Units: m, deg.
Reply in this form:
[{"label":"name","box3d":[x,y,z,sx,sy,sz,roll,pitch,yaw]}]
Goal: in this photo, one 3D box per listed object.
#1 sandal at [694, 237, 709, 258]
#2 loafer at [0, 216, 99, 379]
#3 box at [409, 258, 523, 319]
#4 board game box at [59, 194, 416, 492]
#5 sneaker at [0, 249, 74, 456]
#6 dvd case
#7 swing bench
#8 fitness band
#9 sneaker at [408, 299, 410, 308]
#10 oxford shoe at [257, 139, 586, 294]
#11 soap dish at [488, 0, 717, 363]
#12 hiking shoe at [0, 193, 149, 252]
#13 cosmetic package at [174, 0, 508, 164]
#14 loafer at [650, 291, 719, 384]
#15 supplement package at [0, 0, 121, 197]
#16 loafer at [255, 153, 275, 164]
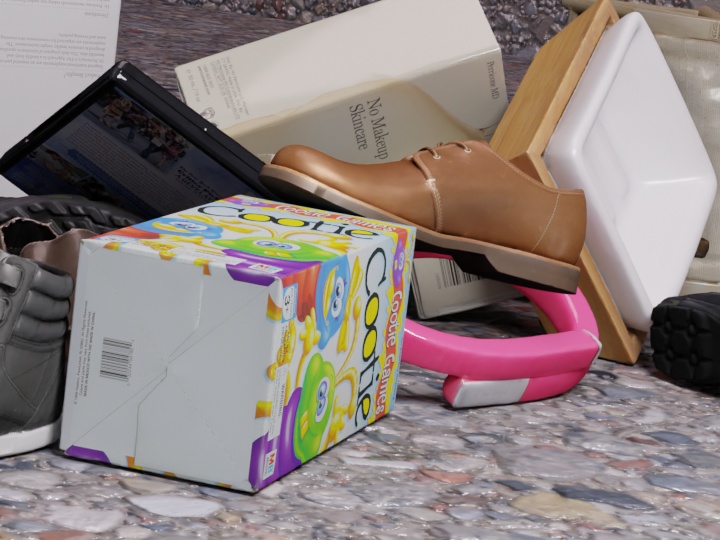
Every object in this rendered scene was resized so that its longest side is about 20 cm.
[{"label":"sandal","box3d":[0.140,-0.001,1.736,0.200,0.055,0.082,-6,1,16]},{"label":"loafer","box3d":[-0.162,0.013,1.379,0.073,0.071,0.200,0,12,-34]},{"label":"box","box3d":[0.056,-0.040,1.695,0.082,0.068,0.200,-13,21,-2]},{"label":"board game box","box3d":[-0.055,0.030,1.258,0.103,0.105,0.200,10,11,17]},{"label":"sneaker","box3d":[-0.194,0.039,1.136,0.071,0.099,0.200,13,13,23]},{"label":"dvd case","box3d":[-0.121,-0.048,1.479,0.143,0.018,0.200,37,-26,-14]},{"label":"swing bench","box3d":[0.225,-0.091,1.856,0.130,0.199,0.200,3,10,-16]},{"label":"fitness band","box3d":[0.054,0.015,1.439,0.200,0.037,0.144,-3,41,-46]},{"label":"sneaker","box3d":[0.000,0.000,1.561,0.082,0.073,0.200,9,11,-17]},{"label":"oxford shoe","box3d":[0.036,-0.043,1.393,0.200,0.071,0.071,15,-3,-28]},{"label":"soap dish","box3d":[0.148,-0.056,1.601,0.081,0.157,0.200,-14,27,29]},{"label":"hiking shoe","box3d":[-0.195,-0.018,1.523,0.200,0.076,0.101,7,13,7]},{"label":"cosmetic package","box3d":[-0.009,-0.106,1.642,0.200,0.104,0.073,-18,55,-2]},{"label":"loafer","box3d":[0.246,0.046,1.464,0.070,0.068,0.200,-9,13,-29]},{"label":"supplement package","box3d":[-0.278,-0.116,1.665,0.191,0.200,0.147,0,11,-35]},{"label":"loafer","box3d":[-0.099,-0.035,1.583,0.200,0.067,0.076,3,-33,43]}]
